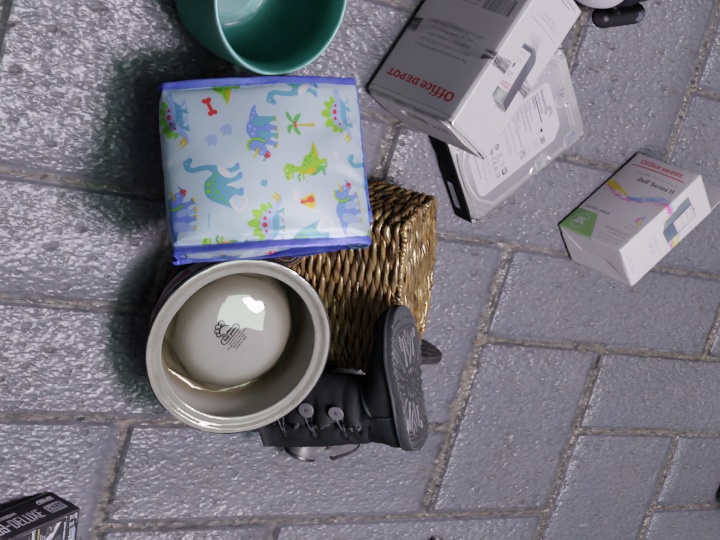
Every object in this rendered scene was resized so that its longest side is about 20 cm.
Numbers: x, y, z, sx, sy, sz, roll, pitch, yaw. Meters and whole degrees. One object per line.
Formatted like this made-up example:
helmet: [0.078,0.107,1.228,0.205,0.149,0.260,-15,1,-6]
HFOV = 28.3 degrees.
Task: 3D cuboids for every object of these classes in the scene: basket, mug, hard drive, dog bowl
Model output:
basket: [0.000,0.000,1.625,0.143,0.148,0.202,-44,142,-61]
mug: [-0.111,-0.285,1.363,0.152,0.114,0.185,-46,131,-12]
hard drive: [0.179,-0.168,1.714,0.200,0.038,0.140,-38,130,-21]
dog bowl: [-0.135,0.067,1.503,0.199,0.074,0.202,-8,115,-16]

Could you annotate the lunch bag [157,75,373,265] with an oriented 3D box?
lunch bag: [-0.093,-0.098,1.389,0.198,0.127,0.172,-6,87,-6]

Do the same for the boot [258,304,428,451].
boot: [-0.032,0.117,1.573,0.066,0.199,0.166,-25,112,-58]

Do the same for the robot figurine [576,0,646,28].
robot figurine: [0.318,-0.377,1.677,0.199,0.125,0.151,-18,85,-33]

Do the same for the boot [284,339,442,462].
boot: [0.000,0.152,1.701,0.199,0.070,0.133,-7,117,-26]

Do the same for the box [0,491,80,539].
box: [-0.366,0.346,1.455,0.157,0.050,0.202,-18,122,-54]

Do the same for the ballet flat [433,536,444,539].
ballet flat: [0.060,0.434,1.874,0.200,0.072,0.072,-45,132,-14]

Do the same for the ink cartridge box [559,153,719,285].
ink cartridge box: [0.371,-0.081,1.858,0.200,0.117,0.068,-41,128,-18]

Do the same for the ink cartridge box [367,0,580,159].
ink cartridge box: [0.123,-0.240,1.558,0.201,0.145,0.085,-55,135,-5]

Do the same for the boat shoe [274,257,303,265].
boat shoe: [-0.074,-0.097,1.494,0.072,0.072,0.202,6,106,-6]
